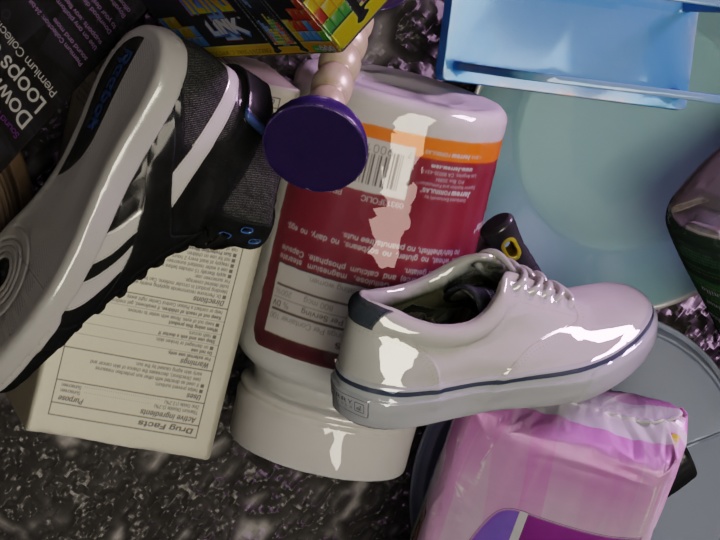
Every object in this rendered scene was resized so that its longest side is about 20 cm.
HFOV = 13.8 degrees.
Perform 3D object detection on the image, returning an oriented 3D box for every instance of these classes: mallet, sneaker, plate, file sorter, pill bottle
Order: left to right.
[{"bbox_3d":[-0.105,-0.011,1.452,0.112,0.073,0.200,24,104,-36],"label":"sneaker"},{"bbox_3d":[0.000,0.000,1.547,0.114,0.114,0.201,9,103,-20],"label":"pill bottle"},{"bbox_3d":[0.075,0.027,1.494,0.200,0.073,0.071,-14,124,-38],"label":"sneaker"},{"bbox_3d":[0.107,0.057,1.597,0.066,0.041,0.200,-38,117,1],"label":"mallet"},{"bbox_3d":[0.134,-0.186,1.513,0.138,0.123,0.201,6,94,-18],"label":"file sorter"},{"bbox_3d":[0.147,-0.075,1.622,0.199,0.026,0.201,-5,108,-16],"label":"plate"}]

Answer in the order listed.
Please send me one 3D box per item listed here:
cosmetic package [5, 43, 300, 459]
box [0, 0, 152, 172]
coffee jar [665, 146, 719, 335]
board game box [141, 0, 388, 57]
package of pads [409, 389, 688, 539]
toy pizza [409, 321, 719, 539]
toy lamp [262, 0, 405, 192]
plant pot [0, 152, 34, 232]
[{"bbox_3d":[-0.108,-0.014,1.529,0.103,0.073,0.201,11,102,-20],"label":"cosmetic package"},{"bbox_3d":[-0.173,-0.155,1.447,0.143,0.036,0.200,50,63,-24],"label":"box"},{"bbox_3d":[0.241,0.022,1.626,0.104,0.085,0.200,-42,129,-23],"label":"coffee jar"},{"bbox_3d":[0.000,-0.190,1.436,0.200,0.165,0.057,-49,114,-18],"label":"board game box"},{"bbox_3d":[0.088,0.147,1.584,0.120,0.076,0.201,18,118,-1],"label":"package of pads"},{"bbox_3d":[0.120,0.115,1.665,0.199,0.032,0.201,-5,109,-15],"label":"toy pizza"},{"bbox_3d":[-0.005,-0.121,1.473,0.058,0.200,0.058,5,129,7],"label":"toy lamp"},{"bbox_3d":[-0.252,-0.009,1.474,0.200,0.093,0.202,-5,108,-17],"label":"plant pot"}]
